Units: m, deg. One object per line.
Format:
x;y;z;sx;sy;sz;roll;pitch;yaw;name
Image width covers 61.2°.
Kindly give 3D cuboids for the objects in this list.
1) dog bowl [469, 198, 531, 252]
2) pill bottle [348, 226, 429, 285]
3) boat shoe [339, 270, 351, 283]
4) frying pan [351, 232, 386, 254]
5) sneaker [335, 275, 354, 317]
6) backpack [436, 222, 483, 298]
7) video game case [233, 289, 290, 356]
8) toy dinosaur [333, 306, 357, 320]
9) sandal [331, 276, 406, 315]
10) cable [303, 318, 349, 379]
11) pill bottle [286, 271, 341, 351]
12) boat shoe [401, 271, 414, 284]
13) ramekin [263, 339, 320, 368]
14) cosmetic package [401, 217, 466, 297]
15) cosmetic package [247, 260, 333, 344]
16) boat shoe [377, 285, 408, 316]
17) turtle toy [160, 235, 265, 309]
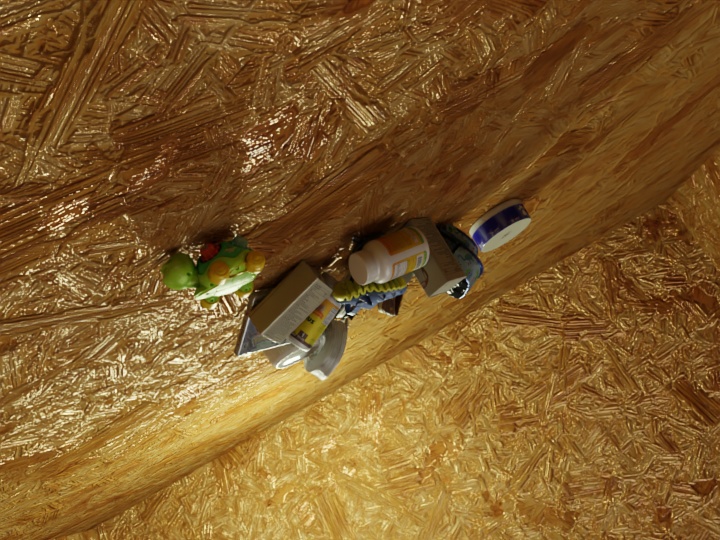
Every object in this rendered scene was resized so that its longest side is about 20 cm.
0.468;-0.149;2.038;0.198;0.080;0.201;-27;163;-9;dog bowl
0.071;-0.033;1.555;0.198;0.112;0.111;-21;162;-32;pill bottle
0.000;0.000;1.715;0.200;0.072;0.064;-45;155;14;boat shoe
0.002;-0.064;1.586;0.188;0.031;0.115;-3;148;-50;frying pan
0.012;0.065;1.671;0.114;0.076;0.202;20;121;-22;sneaker
0.274;-0.031;1.842;0.147;0.200;0.184;-44;168;-22;backpack
-0.235;0.131;1.624;0.198;0.023;0.185;-8;125;-50;video game case
-0.076;0.112;1.908;0.135;0.103;0.200;-23;-171;38;toy dinosaur
0.025;0.062;1.597;0.196;0.080;0.088;-10;125;-3;sandal
-0.119;0.257;2.037;0.069;0.202;0.200;28;128;-26;cable
-0.125;0.107;1.630;0.201;0.109;0.109;-54;164;-5;pill bottle
0.111;-0.011;1.715;0.068;0.071;0.202;-56;-169;41;boat shoe
-0.222;0.237;1.965;0.200;0.095;0.203;-27;163;-9;ramekin
0.189;-0.038;1.677;0.102;0.202;0.087;-9;154;-48;cosmetic package
-0.175;0.082;1.537;0.200;0.073;0.104;-45;150;1;cosmetic package
0.117;0.044;1.871;0.072;0.067;0.203;11;99;-53;boat shoe
-0.280;-0.002;1.171;0.198;0.102;0.146;-18;160;-32;turtle toy
